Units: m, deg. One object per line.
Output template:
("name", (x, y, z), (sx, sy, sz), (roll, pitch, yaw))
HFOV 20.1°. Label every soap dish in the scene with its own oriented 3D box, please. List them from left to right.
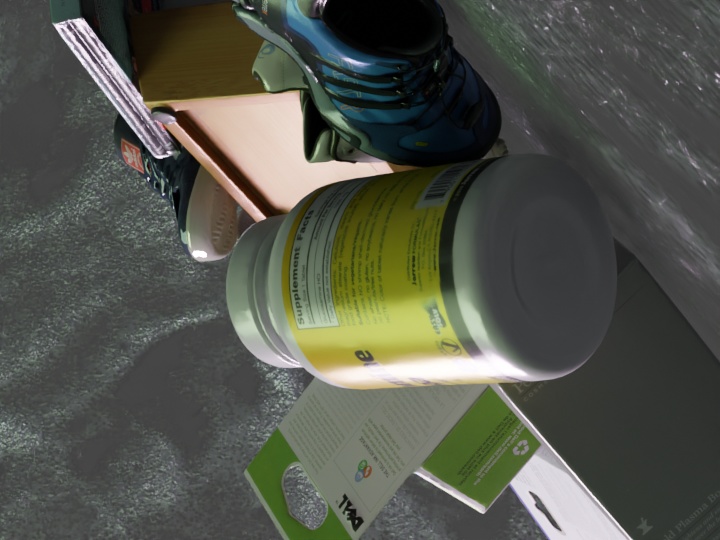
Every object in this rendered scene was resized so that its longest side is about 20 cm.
("soap dish", (-0.030, -0.092, 1.233), (0.157, 0.082, 0.200), (-2, 151, 29))

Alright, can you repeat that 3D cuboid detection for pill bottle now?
("pill bottle", (0.026, 0.005, 1.057), (0.199, 0.113, 0.112), (-6, 136, 46))

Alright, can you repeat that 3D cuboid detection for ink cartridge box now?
("ink cartridge box", (0.029, 0.108, 1.347), (0.076, 0.200, 0.148), (32, -169, -36))
("ink cartridge box", (0.188, 0.182, 1.402), (0.200, 0.041, 0.200), (26, 158, 46))

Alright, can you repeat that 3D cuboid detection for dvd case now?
("dvd case", (-0.150, -0.171, 1.221), (0.200, 0.022, 0.147), (61, -160, -69))

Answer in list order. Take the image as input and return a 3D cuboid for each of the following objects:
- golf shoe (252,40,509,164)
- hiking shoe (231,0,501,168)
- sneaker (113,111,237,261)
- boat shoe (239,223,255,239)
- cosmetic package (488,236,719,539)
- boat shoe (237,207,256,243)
("golf shoe", (0.008, -0.090, 1.123), (0.078, 0.097, 0.200), (41, 177, 45))
("hiking shoe", (0.013, -0.103, 0.996), (0.087, 0.075, 0.200), (18, 168, 48))
("sneaker", (-0.123, -0.071, 1.342), (0.200, 0.084, 0.075), (-90, -2, -58))
("boat shoe", (0.000, 0.000, 1.352), (0.200, 0.067, 0.074), (25, 150, 46))
("cosmetic package", (0.149, 0.074, 1.134), (0.200, 0.107, 0.090), (46, 180, -32))
("boat shoe", (0.001, 0.010, 1.457), (0.199, 0.072, 0.068), (27, 174, 3))
